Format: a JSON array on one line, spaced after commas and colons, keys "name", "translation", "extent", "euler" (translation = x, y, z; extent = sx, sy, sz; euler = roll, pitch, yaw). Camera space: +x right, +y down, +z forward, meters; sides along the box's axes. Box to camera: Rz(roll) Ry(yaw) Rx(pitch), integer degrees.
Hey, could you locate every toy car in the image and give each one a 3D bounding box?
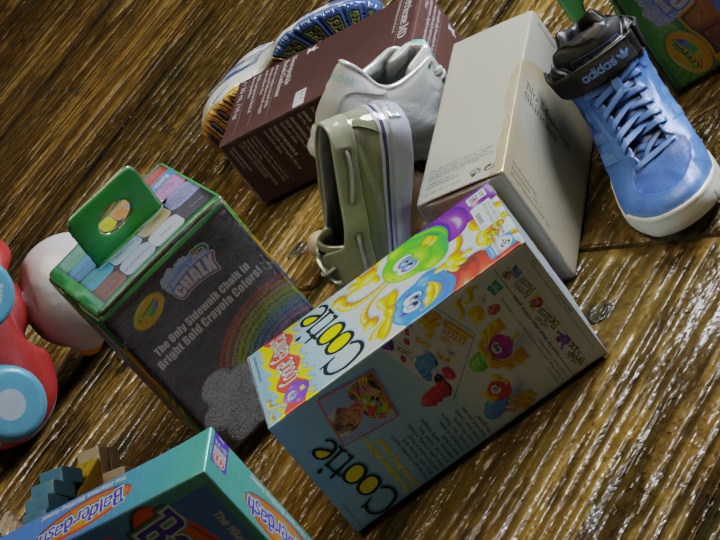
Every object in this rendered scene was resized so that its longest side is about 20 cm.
[{"name": "toy car", "translation": [-0.255, 0.042, 1.824], "extent": [0.199, 0.178, 0.184], "euler": [-18, 5, -20]}]

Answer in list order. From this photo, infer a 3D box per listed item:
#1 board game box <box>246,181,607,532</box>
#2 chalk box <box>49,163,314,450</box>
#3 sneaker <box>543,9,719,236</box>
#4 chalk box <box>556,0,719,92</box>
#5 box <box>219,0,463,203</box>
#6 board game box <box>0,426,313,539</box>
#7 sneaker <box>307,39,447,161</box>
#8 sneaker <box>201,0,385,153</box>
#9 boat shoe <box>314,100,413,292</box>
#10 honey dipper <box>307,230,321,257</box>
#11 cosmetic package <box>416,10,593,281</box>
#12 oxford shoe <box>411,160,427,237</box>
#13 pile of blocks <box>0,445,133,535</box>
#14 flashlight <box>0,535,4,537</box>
[{"name": "board game box", "translation": [0.040, 0.055, 1.434], "extent": [0.200, 0.105, 0.103], "euler": [-36, 26, 6]}, {"name": "chalk box", "translation": [-0.134, 0.012, 1.597], "extent": [0.124, 0.200, 0.124], "euler": [-44, 27, -9]}, {"name": "sneaker", "translation": [0.178, -0.108, 1.500], "extent": [0.077, 0.111, 0.200], "euler": [-32, 28, 14]}, {"name": "chalk box", "translation": [0.237, -0.226, 1.593], "extent": [0.199, 0.125, 0.124], "euler": [-31, 27, 18]}, {"name": "box", "translation": [-0.015, -0.145, 1.849], "extent": [0.199, 0.075, 0.100], "euler": [-24, 30, 25]}, {"name": "board game box", "translation": [-0.129, 0.199, 1.376], "extent": [0.199, 0.152, 0.045], "euler": [-29, 29, 22]}, {"name": "sneaker", "translation": [0.046, -0.128, 1.621], "extent": [0.075, 0.089, 0.200], "euler": [22, 22, 35]}, {"name": "sneaker", "translation": [-0.064, -0.189, 1.975], "extent": [0.200, 0.075, 0.088], "euler": [-33, 27, 11]}, {"name": "boat shoe", "translation": [-0.001, -0.019, 1.505], "extent": [0.062, 0.201, 0.072], "euler": [-10, 22, -20]}, {"name": "honey dipper", "translation": [0.000, 0.000, 1.650], "extent": [0.038, 0.038, 0.200], "euler": [-44, 24, -8]}, {"name": "cosmetic package", "translation": [0.107, -0.081, 1.560], "extent": [0.073, 0.104, 0.201], "euler": [-21, 33, 27]}, {"name": "oxford shoe", "translation": [0.021, -0.049, 1.623], "extent": [0.200, 0.084, 0.073], "euler": [-126, 51, -66]}, {"name": "pile of blocks", "translation": [-0.204, 0.186, 1.571], "extent": [0.062, 0.082, 0.200], "euler": [-22, 31, 31]}, {"name": "flashlight", "translation": [-0.165, 0.195, 1.464], "extent": [0.199, 0.068, 0.068], "euler": [-4, 13, 21]}]
